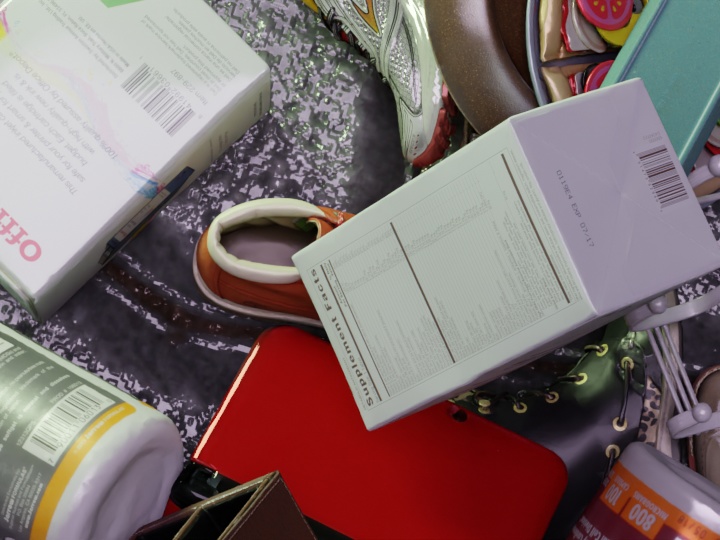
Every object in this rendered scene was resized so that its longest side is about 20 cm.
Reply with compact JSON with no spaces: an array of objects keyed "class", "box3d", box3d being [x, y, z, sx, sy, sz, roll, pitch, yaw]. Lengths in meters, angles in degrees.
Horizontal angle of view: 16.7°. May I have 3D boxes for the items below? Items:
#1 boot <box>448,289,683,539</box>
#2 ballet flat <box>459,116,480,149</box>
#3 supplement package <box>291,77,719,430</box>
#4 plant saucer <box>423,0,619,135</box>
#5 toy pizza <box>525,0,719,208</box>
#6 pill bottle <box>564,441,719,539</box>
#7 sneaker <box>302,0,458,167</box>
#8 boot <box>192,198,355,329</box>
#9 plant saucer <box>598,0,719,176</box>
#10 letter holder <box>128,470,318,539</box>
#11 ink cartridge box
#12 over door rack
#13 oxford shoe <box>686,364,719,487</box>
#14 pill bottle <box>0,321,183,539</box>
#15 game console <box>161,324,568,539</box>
[{"class":"boot","box3d":[0.113,0.076,1.452,0.150,0.073,0.201,1,85,-2]},{"class":"ballet flat","box3d":[0.096,-0.120,1.489,0.070,0.065,0.201,2,79,0]},{"class":"supplement package","box3d":[0.076,-0.006,1.321,0.109,0.200,0.114,-19,83,-41]},{"class":"plant saucer","box3d":[0.124,-0.158,1.460,0.199,0.032,0.202,6,81,-37]},{"class":"toy pizza","box3d":[0.180,-0.133,1.459,0.199,0.032,0.202,5,81,-37]},{"class":"pill bottle","box3d":[0.144,0.207,1.365,0.114,0.114,0.201,33,94,4]},{"class":"sneaker","box3d":[0.010,-0.154,1.495,0.082,0.078,0.201,-17,72,2]},{"class":"boot","box3d":[0.000,0.000,1.443,0.199,0.107,0.076,5,76,-3]},{"class":"plant saucer","box3d":[0.173,-0.099,1.402,0.070,0.019,0.201,29,68,4]},{"class":"letter holder","box3d":[-0.058,0.237,1.307,0.100,0.142,0.201,-24,103,27]},{"class":"ink cartridge box","box3d":[-0.172,-0.090,1.463,0.145,0.088,0.200,44,79,6]},{"class":"over door rack","box3d":[0.240,0.007,1.422,0.199,0.067,0.149,-9,70,-32]},{"class":"oxford shoe","box3d":[0.243,0.149,1.438,0.070,0.075,0.201,-15,80,-4]},{"class":"pill bottle","box3d":[-0.209,0.093,1.393,0.199,0.116,0.117,27,79,23]},{"class":"game console","box3d":[-0.008,0.161,1.407,0.199,0.119,0.173,25,122,8]}]
